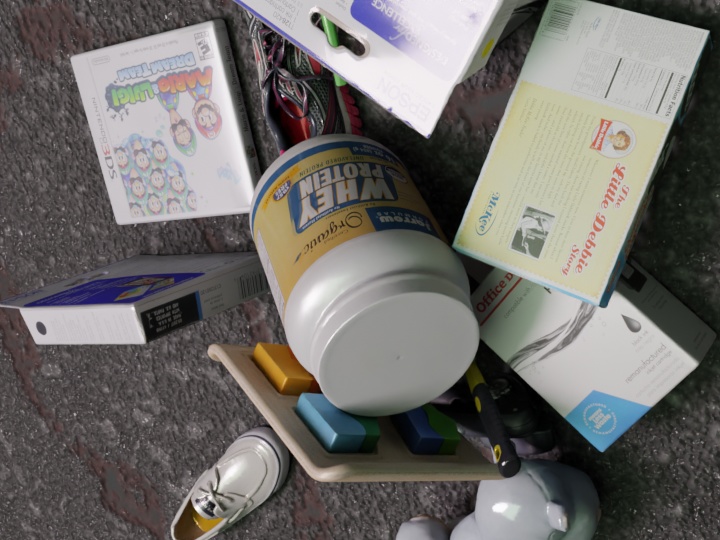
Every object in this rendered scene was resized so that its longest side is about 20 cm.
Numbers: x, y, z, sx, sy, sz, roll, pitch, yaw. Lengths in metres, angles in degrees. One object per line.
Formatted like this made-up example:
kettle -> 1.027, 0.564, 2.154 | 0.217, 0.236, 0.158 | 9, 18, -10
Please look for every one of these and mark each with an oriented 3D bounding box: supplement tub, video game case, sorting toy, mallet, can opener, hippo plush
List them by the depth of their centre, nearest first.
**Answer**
supplement tub -> 0.000, 0.000, 0.734 | 0.145, 0.145, 0.200 | -67, 31, 32
sorting toy -> -0.002, 0.106, 0.744 | 0.200, 0.185, 0.037 | 35, 110, 48
mallet -> 0.096, 0.083, 0.744 | 0.041, 0.200, 0.066 | 12, 109, -15
hippo plush -> 0.111, 0.218, 0.797 | 0.159, 0.200, 0.161 | 39, 111, 49
can opener -> 0.073, 0.129, 0.838 | 0.200, 0.063, 0.079 | 0, 109, 33
video game case -> -0.193, -0.140, 0.931 | 0.200, 0.024, 0.182 | -3, 107, 34

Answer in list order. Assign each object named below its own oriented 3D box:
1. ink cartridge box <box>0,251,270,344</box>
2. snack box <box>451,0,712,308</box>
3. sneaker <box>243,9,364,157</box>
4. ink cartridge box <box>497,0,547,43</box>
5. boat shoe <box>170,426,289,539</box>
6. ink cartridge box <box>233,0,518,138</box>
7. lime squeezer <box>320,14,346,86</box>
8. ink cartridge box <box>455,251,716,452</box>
ink cartridge box -> -0.210, 0.023, 0.898 | 0.200, 0.198, 0.043 | 0, 105, 34
snack box -> 0.156, -0.086, 0.667 | 0.116, 0.037, 0.200 | 23, 94, 24
sneaker -> -0.057, -0.180, 0.795 | 0.081, 0.075, 0.200 | -15, 99, 36
ink cartridge box -> 0.086, -0.253, 0.667 | 0.200, 0.084, 0.145 | -38, 85, 38
boat shoe -> -0.150, 0.244, 1.024 | 0.071, 0.070, 0.200 | 50, 127, 7
ink cartridge box -> 0.022, -0.229, 0.639 | 0.198, 0.047, 0.200 | 38, 126, 16
lime squeezer -> -0.044, -0.249, 0.740 | 0.071, 0.038, 0.200 | -29, 77, 65
ink cartridge box -> 0.160, 0.029, 0.739 | 0.200, 0.067, 0.116 | 43, 125, 12
